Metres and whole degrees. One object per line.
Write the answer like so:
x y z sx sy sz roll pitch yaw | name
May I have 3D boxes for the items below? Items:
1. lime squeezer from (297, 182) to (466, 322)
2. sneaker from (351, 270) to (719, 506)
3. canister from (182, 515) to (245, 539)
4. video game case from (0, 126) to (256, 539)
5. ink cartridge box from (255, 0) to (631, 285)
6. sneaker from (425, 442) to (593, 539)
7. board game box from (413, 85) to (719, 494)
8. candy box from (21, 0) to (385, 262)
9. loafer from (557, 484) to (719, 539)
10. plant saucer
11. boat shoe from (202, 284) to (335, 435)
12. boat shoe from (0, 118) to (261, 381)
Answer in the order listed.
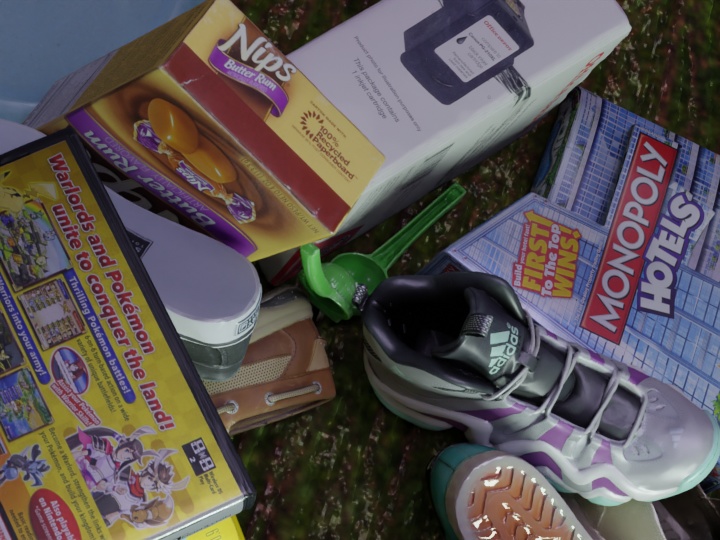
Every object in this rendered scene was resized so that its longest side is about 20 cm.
0.000 0.000 1.264 0.038 0.071 0.200 55 26 7 | lime squeezer
0.084 0.053 1.213 0.199 0.140 0.078 14 70 17 | sneaker
-0.162 0.135 1.122 0.199 0.087 0.149 -24 108 -13 | canister
-0.170 0.054 1.071 0.180 0.026 0.201 -24 73 -15 | video game case
0.027 -0.092 1.277 0.200 0.145 0.085 -32 84 -26 | ink cartridge box
0.102 0.169 1.258 0.071 0.080 0.201 -35 108 -9 | sneaker
0.140 -0.005 1.334 0.199 0.062 0.201 25 65 -11 | board game box
-0.088 -0.057 1.182 0.117 0.200 0.057 44 64 -16 | candy box
0.185 0.165 1.277 0.200 0.068 0.076 46 40 1 | loafer
-0.165 -0.166 1.248 0.199 0.027 0.201 -10 113 -23 | plant saucer
-0.095 0.078 1.214 0.199 0.076 0.074 -28 86 -24 | boat shoe
-0.141 -0.008 1.180 0.198 0.068 0.074 24 47 8 | boat shoe
